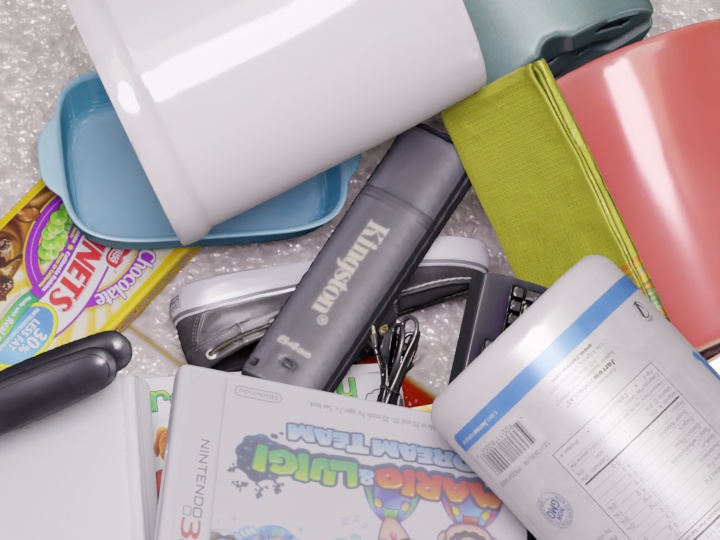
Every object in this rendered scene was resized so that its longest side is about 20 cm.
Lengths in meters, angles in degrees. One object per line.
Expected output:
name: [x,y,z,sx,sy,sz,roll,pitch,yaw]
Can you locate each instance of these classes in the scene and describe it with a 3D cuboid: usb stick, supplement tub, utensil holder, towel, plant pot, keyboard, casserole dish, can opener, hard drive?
usb stick: [0.000,0.000,1.408,0.055,0.033,0.200,31,73,9]
supplement tub: [0.145,0.103,1.244,0.200,0.132,0.132,47,65,4]
utensil holder: [-0.050,-0.134,1.366,0.199,0.170,0.170,-27,68,-2]
towel: [0.115,-0.017,1.385,0.018,0.086,0.201,-24,88,-50]
plant pot: [0.188,-0.031,1.445,0.199,0.200,0.178,-18,78,-17]
keyboard: [0.057,0.098,1.330,0.126,0.021,0.201,14,76,-7]
casserole dish: [-0.100,-0.066,1.470,0.199,0.039,0.122,-3,64,-14]
can opener: [-0.216,0.083,1.351,0.199,0.063,0.079,-29,109,14]
plant pot: [0.075,-0.202,1.519,0.200,0.200,0.197,-26,77,-20]
hard drive: [-0.172,0.169,1.335,0.131,0.026,0.201,-18,62,20]

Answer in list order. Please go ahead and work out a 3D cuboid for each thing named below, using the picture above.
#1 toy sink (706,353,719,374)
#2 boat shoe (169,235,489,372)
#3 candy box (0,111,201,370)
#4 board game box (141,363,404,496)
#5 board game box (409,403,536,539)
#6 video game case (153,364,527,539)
toy sink: [0.239,0.145,1.354,0.130,0.112,0.201,-29,80,6]
boat shoe: [-0.014,0.028,1.446,0.199,0.070,0.067,-9,71,-12]
candy box: [-0.179,-0.001,1.459,0.102,0.026,0.200,38,64,7]
board game box: [-0.067,0.123,1.404,0.199,0.035,0.127,-4,64,-11]
board game box: [0.048,0.176,1.351,0.195,0.056,0.201,-9,80,-12]
video game case: [-0.009,0.147,1.249,0.199,0.024,0.183,12,53,-10]
